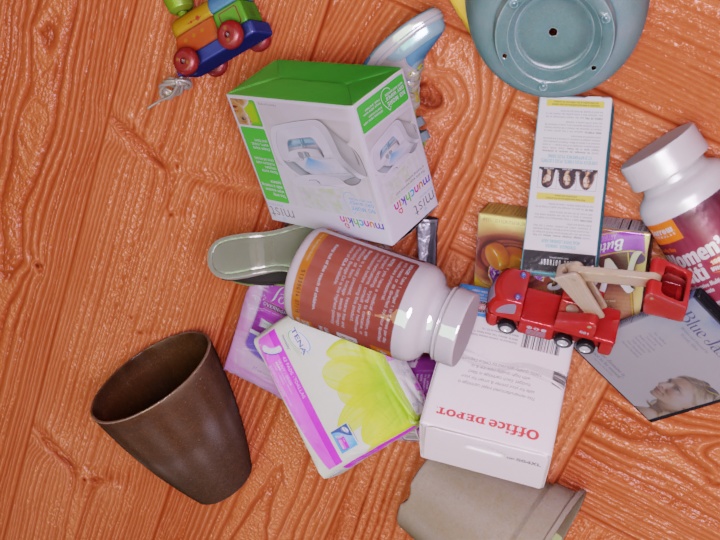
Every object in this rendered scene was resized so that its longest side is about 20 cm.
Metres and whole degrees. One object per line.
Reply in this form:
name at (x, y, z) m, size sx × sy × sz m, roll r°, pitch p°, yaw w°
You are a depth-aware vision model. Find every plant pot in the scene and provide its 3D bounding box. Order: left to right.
plant pot at (-0.238, 0.220, 1.395) m, size 0.186 × 0.187 × 0.201 m, roll -18°, pitch 115°, yaw 25°
plant pot at (0.155, 0.314, 1.275) m, size 0.183 × 0.200 × 0.201 m, roll 31°, pitch 116°, yaw 21°
plant pot at (0.202, -0.263, 1.051) m, size 0.199 × 0.134 × 0.201 m, roll 6°, pitch 123°, yaw 9°

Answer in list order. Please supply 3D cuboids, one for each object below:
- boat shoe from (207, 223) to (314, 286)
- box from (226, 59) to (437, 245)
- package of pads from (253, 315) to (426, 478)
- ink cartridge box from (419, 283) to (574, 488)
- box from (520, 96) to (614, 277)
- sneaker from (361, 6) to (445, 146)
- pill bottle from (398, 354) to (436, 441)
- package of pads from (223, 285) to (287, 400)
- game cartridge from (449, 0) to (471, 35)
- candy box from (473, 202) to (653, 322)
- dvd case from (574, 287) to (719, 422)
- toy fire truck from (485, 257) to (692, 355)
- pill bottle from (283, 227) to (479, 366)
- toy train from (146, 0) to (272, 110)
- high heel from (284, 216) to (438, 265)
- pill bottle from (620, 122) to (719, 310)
boat shoe at (-0.083, -0.017, 1.237) m, size 0.200 × 0.061 × 0.072 m, roll -2°, pitch 80°, yaw 9°
box at (-0.030, -0.139, 1.154) m, size 0.199 × 0.097 × 0.177 m, roll 14°, pitch 133°, yaw 40°
package of pads at (-0.021, 0.127, 1.224) m, size 0.154 × 0.068 × 0.201 m, roll -34°, pitch 77°, yaw 21°
ink cartridge box at (0.159, 0.128, 1.150) m, size 0.145 × 0.201 × 0.084 m, roll 13°, pitch 144°, yaw 12°
box at (0.233, -0.092, 1.130) m, size 0.082 × 0.049 × 0.201 m, roll 6°, pitch 86°, yaw 18°
sneaker at (0.057, -0.202, 1.186) m, size 0.131 × 0.080 × 0.200 m, roll 49°, pitch 126°, yaw 1°
pill bottle at (0.132, 0.161, 1.260) m, size 0.199 × 0.112 × 0.113 m, roll 0°, pitch 108°, yaw 20°
package of pads at (-0.097, 0.068, 1.334) m, size 0.120 × 0.076 × 0.201 m, roll 24°, pitch 114°, yaw 8°
game cartridge at (0.157, -0.373, 1.118) m, size 0.176 × 0.032 × 0.201 m, roll -28°, pitch 99°, yaw 26°
candy box at (0.238, -0.008, 1.195) m, size 0.199 × 0.056 × 0.117 m, roll 9°, pitch 111°, yaw 19°
dvd case at (0.356, 0.102, 1.147) m, size 0.143 × 0.018 × 0.200 m, roll 43°, pitch 144°, yaw -9°
toy fire truck at (0.237, 0.030, 1.080) m, size 0.199 × 0.049 × 0.141 m, roll 15°, pitch 147°, yaw 9°
pill bottle at (0.024, 0.033, 1.118) m, size 0.199 × 0.112 × 0.113 m, roll 20°, pitch 114°, yaw 17°
toy train at (-0.215, -0.295, 1.257) m, size 0.199 × 0.085 × 0.116 m, roll -23°, pitch 88°, yaw 26°
high heel at (0.000, 0.000, 1.274) m, size 0.199 × 0.071 × 0.143 m, roll 4°, pitch 102°, yaw 10°
pill bottle at (0.374, -0.052, 1.099) m, size 0.109 × 0.110 × 0.200 m, roll -32°, pitch 95°, yaw 26°
